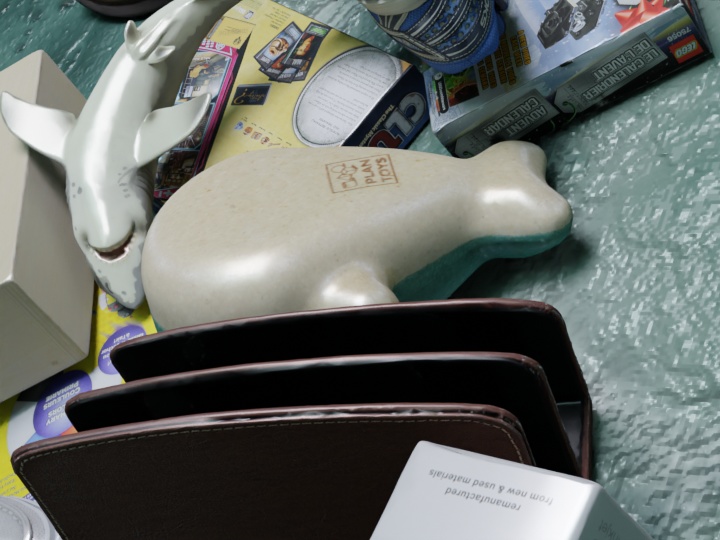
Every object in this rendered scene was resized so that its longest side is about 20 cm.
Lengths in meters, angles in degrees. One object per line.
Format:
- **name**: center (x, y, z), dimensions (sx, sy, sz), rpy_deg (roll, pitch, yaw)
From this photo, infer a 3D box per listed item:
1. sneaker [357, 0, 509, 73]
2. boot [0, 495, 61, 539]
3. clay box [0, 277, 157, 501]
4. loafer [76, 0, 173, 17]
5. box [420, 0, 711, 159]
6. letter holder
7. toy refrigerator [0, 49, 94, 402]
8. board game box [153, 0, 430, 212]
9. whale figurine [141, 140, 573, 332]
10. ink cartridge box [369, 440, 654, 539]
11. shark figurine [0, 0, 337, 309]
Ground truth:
- **sneaker**: center (0.029, -0.143, 0.860), dimensions (0.077, 0.085, 0.200), rpy_deg (-35, 19, 14)
- **boot**: center (-0.228, 0.122, 0.814), dimensions (0.199, 0.096, 0.074), rpy_deg (-7, 53, 35)
- **clay box**: center (-0.134, 0.085, 0.875), dimensions (0.114, 0.048, 0.201), rpy_deg (-27, 42, 20)
- **loafer**: center (-0.119, -0.213, 1.098), dimensions (0.199, 0.071, 0.073), rpy_deg (-4, 54, 37)
- **box**: center (0.093, -0.157, 0.905), dimensions (0.136, 0.040, 0.201), rpy_deg (-26, 44, 21)
- **letter holder**: center (-0.019, 0.063, 0.696), dimensions (0.199, 0.142, 0.101), rpy_deg (-6, 49, 17)
- **toy refrigerator**: center (-0.185, -0.023, 0.930), dimensions (0.076, 0.070, 0.201), rpy_deg (-27, 37, 16)
- **board game box**: center (-0.063, -0.081, 0.970), dimensions (0.136, 0.035, 0.200), rpy_deg (-49, 41, -7)
- **whale figurine**: center (0.000, 0.000, 0.821), dimensions (0.199, 0.104, 0.159), rpy_deg (-14, 31, -2)
- **ink cartridge box**: center (0.042, 0.181, 0.578), dimensions (0.085, 0.148, 0.201), rpy_deg (7, 62, 43)
- **shark figurine**: center (-0.096, -0.092, 0.920), dimensions (0.128, 0.090, 0.215), rpy_deg (33, 82, 21)
